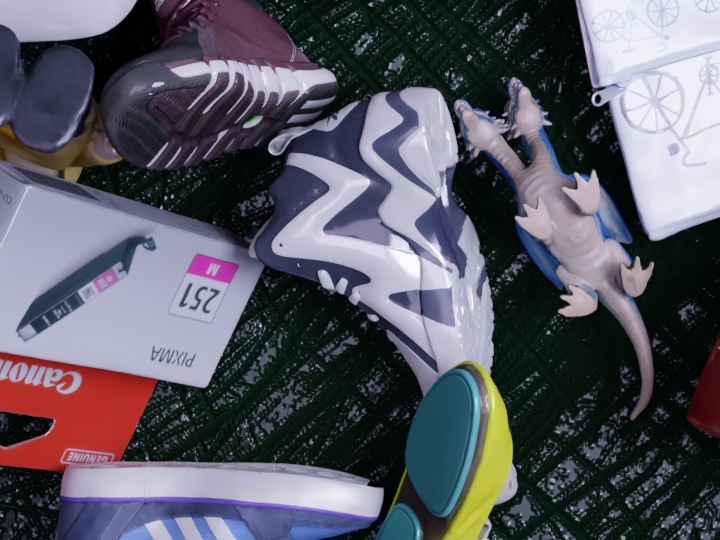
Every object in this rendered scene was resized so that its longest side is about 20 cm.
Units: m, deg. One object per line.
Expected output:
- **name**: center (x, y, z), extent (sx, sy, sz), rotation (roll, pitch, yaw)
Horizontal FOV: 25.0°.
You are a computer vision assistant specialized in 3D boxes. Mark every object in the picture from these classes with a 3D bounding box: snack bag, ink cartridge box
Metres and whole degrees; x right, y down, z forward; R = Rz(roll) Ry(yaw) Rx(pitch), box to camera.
- **snack bag**: center (0.216, -0.130, 0.895), extent (0.187, 0.021, 0.202), rotation (-16, 99, -1)
- **ink cartridge box**: center (-0.161, 0.043, 0.915), extent (0.043, 0.199, 0.175), rotation (30, 98, 36)

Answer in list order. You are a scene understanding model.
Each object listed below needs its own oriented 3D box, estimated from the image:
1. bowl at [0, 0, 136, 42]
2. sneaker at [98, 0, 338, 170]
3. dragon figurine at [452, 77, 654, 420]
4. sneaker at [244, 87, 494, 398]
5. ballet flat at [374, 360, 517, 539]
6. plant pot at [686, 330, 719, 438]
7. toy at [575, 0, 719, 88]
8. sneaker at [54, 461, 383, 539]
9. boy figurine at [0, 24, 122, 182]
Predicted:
- **bowl**: center (-0.209, -0.221, 0.915), extent (0.198, 0.075, 0.201), rotation (2, 49, 9)
- **sneaker**: center (-0.102, -0.122, 0.904), extent (0.076, 0.200, 0.116), rotation (-43, 76, 23)
- **dragon figurine**: center (0.123, -0.019, 0.928), extent (0.059, 0.100, 0.201), rotation (-32, 106, 8)
- **sneaker**: center (0.000, 0.000, 0.940), extent (0.128, 0.080, 0.201), rotation (-6, 113, 21)
- **ballet flat**: center (0.052, 0.132, 0.924), extent (0.067, 0.067, 0.201), rotation (1, 125, -30)
- **plant pot**: center (0.290, 0.034, 0.833), extent (0.199, 0.200, 0.184), rotation (21, 91, 8)
- **toy**: center (0.167, -0.214, 0.919), extent (0.114, 0.047, 0.202), rotation (-11, 96, 6)
- **sneaker**: center (-0.086, 0.189, 0.956), extent (0.198, 0.081, 0.148), rotation (1, 87, 5)
- **boy figurine**: center (-0.190, -0.084, 0.909), extent (0.123, 0.200, 0.065), rotation (17, 80, -8)
